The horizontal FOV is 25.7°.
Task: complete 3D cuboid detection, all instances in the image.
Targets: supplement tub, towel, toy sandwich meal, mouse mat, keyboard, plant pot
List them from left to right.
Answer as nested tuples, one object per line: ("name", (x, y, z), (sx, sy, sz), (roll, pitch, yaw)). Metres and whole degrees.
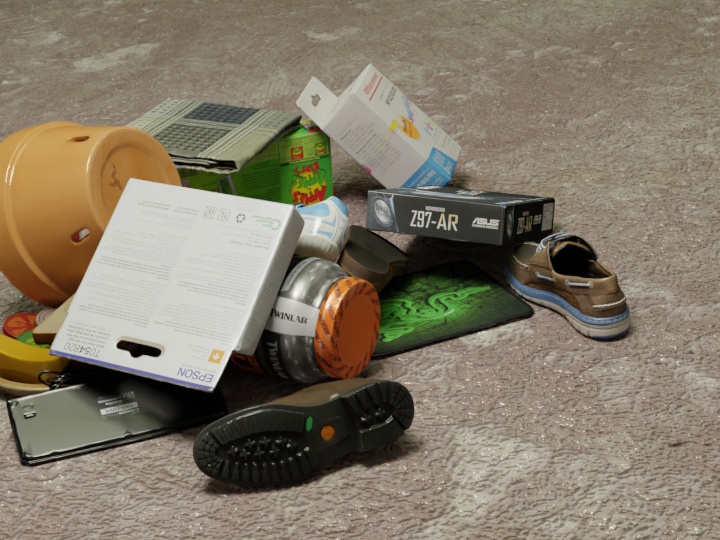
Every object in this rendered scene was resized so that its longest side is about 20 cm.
("toy sandwich meal", (-0.296, 0.061, 1.597), (0.203, 0.071, 0.206), (-3, 25, 1))
("plant pot", (-0.282, -0.069, 1.677), (0.139, 0.201, 0.200), (-12, 15, 39))
("keyboard", (-0.231, 0.131, 1.499), (0.198, 0.040, 0.104), (-11, 49, -17))
("towel", (-0.189, -0.155, 1.864), (0.191, 0.035, 0.200), (9, 25, 19))
("supplement tub", (-0.088, 0.041, 1.551), (0.199, 0.124, 0.122), (10, 28, 30))
("mouse mat", (0.064, 0.037, 1.675), (0.199, 0.008, 0.161), (-15, 27, -21))

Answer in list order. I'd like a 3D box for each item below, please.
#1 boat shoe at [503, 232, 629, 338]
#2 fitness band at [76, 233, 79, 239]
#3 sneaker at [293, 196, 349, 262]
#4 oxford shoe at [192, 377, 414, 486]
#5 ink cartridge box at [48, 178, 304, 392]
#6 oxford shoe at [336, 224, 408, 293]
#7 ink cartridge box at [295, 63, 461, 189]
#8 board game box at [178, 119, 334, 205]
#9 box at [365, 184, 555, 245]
("boat shoe", (0.217, 0.000, 1.654), (0.072, 0.073, 0.200), (-16, 27, -25))
("fitness band", (-0.437, -0.045, 1.893), (0.198, 0.038, 0.144), (-3, 24, -2))
("sneaker", (-0.089, -0.030, 1.655), (0.199, 0.072, 0.073), (-11, 43, 40))
("oxford shoe", (-0.057, 0.143, 1.408), (0.198, 0.073, 0.084), (-11, 9, -19))
("ink cartridge box", (-0.173, 0.017, 1.500), (0.198, 0.041, 0.201), (11, 66, 28))
("oxford shoe", (0.000, 0.000, 1.686), (0.071, 0.072, 0.200), (31, 16, 6))
("ink cartridge box", (0.024, -0.175, 1.928), (0.200, 0.068, 0.115), (41, 25, -9))
("board game box", (-0.133, -0.113, 1.915), (0.198, 0.102, 0.048), (-13, 26, -19))
("box", (0.115, -0.064, 1.770), (0.159, 0.044, 0.200), (8, 8, 23))
